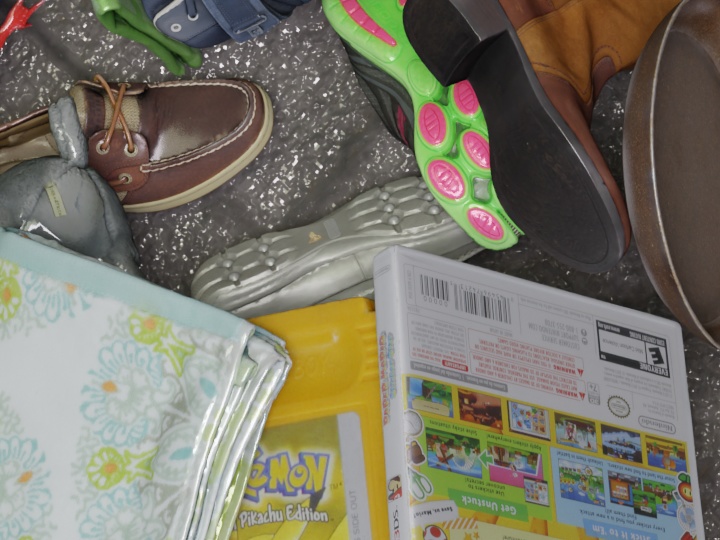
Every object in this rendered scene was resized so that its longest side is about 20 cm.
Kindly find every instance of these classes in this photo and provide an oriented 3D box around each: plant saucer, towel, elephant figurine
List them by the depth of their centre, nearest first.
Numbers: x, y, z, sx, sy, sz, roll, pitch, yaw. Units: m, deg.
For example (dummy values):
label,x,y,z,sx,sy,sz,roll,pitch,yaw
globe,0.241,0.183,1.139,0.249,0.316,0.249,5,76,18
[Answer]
label,x,y,z,sx,sy,sz,roll,pitch,yaw
towel,-0.139,0.084,1.406,0.199,0.048,0.172,21,93,34
plant saucer,0.189,-0.053,1.483,0.032,0.200,0.202,-4,85,30
towel,-0.163,-0.214,1.568,0.031,0.149,0.201,-28,73,12
elephant figurine,-0.204,0.024,1.582,0.155,0.200,0.142,-40,90,-26

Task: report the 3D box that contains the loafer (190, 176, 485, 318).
label,x,y,z,sx,sy,sz,roll,pitch,yaw
loafer,0.000,0.000,1.582,0.199,0.070,0.070,-19,122,3

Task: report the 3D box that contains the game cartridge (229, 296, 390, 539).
label,x,y,z,sx,sy,sz,roll,pitch,yaw
game cartridge,-0.047,0.124,1.391,0.175,0.032,0.201,-12,78,26

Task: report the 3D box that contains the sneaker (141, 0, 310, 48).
label,x,y,z,sx,sy,sz,roll,pitch,yaw
sneaker,-0.071,-0.190,1.473,0.145,0.202,0.077,-15,64,17

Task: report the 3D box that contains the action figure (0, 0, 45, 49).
label,x,y,z,sx,sy,sz,roll,pitch,yaw
action figure,-0.230,-0.160,1.632,0.065,0.051,0.201,30,108,51

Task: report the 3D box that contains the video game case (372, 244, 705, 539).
label,x,y,z,sx,sy,sz,roll,pitch,yaw
video game case,0.094,0.093,1.377,0.023,0.199,0.183,-31,54,45

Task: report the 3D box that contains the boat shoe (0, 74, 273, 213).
label,x,y,z,sx,sy,sz,roll,pitch,yaw
boat shoe,-0.152,-0.077,1.600,0.199,0.072,0.073,-11,65,13

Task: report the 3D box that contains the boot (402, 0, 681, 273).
label,x,y,z,sx,sy,sz,roll,pitch,yaw
boot,0.137,-0.104,1.513,0.189,0.199,0.069,52,134,14

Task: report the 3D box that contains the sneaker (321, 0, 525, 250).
label,x,y,z,sx,sy,sz,roll,pitch,yaw
sneaker,0.050,-0.096,1.555,0.076,0.084,0.201,-29,65,0
